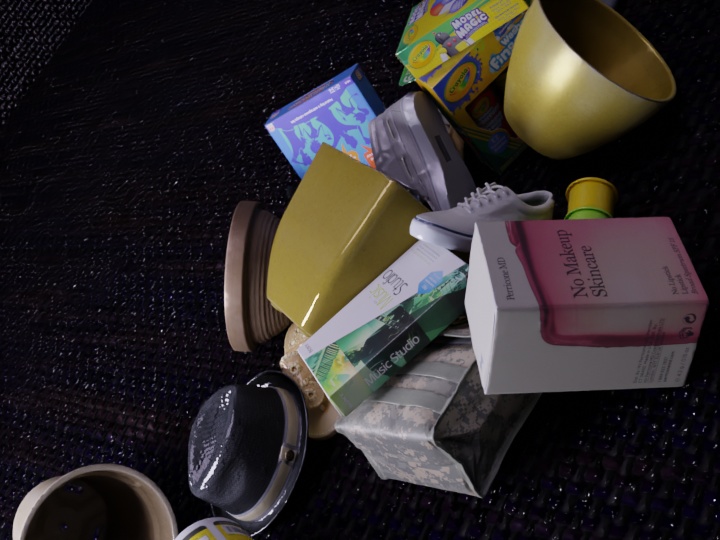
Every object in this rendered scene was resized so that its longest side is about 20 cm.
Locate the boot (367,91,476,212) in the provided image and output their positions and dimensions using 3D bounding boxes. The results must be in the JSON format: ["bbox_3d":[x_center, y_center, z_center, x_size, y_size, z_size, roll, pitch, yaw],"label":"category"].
[{"bbox_3d":[0.079,-0.117,1.356,0.095,0.203,0.073,-25,-6,40],"label":"boot"}]

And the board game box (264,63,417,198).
[{"bbox_3d":[-0.013,-0.155,1.450,0.150,0.201,0.045,-25,23,29],"label":"board game box"}]

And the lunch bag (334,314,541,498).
[{"bbox_3d":[0.095,0.119,1.128,0.163,0.118,0.201,-2,45,51],"label":"lunch bag"}]

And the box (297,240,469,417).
[{"bbox_3d":[0.029,0.054,1.145,0.200,0.036,0.144,-43,23,-2],"label":"box"}]

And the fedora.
[{"bbox_3d":[-0.149,0.210,1.280,0.199,0.091,0.204,-27,52,39],"label":"fedora"}]

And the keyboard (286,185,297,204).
[{"bbox_3d":[-0.064,-0.055,1.470,0.039,0.106,0.200,-26,17,-16],"label":"keyboard"}]

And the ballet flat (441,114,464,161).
[{"bbox_3d":[0.114,-0.186,1.454,0.069,0.062,0.203,123,162,-47],"label":"ballet flat"}]

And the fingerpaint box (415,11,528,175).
[{"bbox_3d":[0.190,-0.254,1.360,0.200,0.167,0.073,-44,33,1],"label":"fingerpaint box"}]

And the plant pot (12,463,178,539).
[{"bbox_3d":[-0.352,0.337,1.353,0.182,0.200,0.202,-5,50,60],"label":"plant pot"}]

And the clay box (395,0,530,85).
[{"bbox_3d":[0.118,-0.311,1.296,0.198,0.048,0.116,-27,30,35],"label":"clay box"}]

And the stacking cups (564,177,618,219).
[{"bbox_3d":[0.242,-0.005,1.144,0.060,0.060,0.203,-18,45,35],"label":"stacking cups"}]

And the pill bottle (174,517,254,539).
[{"bbox_3d":[-0.126,0.353,1.129,0.113,0.112,0.199,-51,33,-8],"label":"pill bottle"}]

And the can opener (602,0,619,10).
[{"bbox_3d":[0.336,-0.411,1.482,0.066,0.054,0.203,11,58,15],"label":"can opener"}]

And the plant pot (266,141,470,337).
[{"bbox_3d":[0.000,0.000,1.298,0.201,0.193,0.195,-54,34,-2],"label":"plant pot"}]

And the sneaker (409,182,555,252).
[{"bbox_3d":[0.137,-0.063,1.194,0.073,0.197,0.072,27,113,47],"label":"sneaker"}]

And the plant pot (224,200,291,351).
[{"bbox_3d":[-0.121,0.009,1.458,0.091,0.203,0.203,3,47,4],"label":"plant pot"}]

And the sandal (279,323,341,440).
[{"bbox_3d":[-0.079,0.122,1.355,0.077,0.070,0.213,-37,35,14],"label":"sandal"}]

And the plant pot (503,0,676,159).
[{"bbox_3d":[0.249,-0.217,1.264,0.143,0.197,0.202,-53,25,36],"label":"plant pot"}]

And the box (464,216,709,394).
[{"bbox_3d":[0.206,0.031,1.012,0.196,0.110,0.129,-2,41,-5],"label":"box"}]
